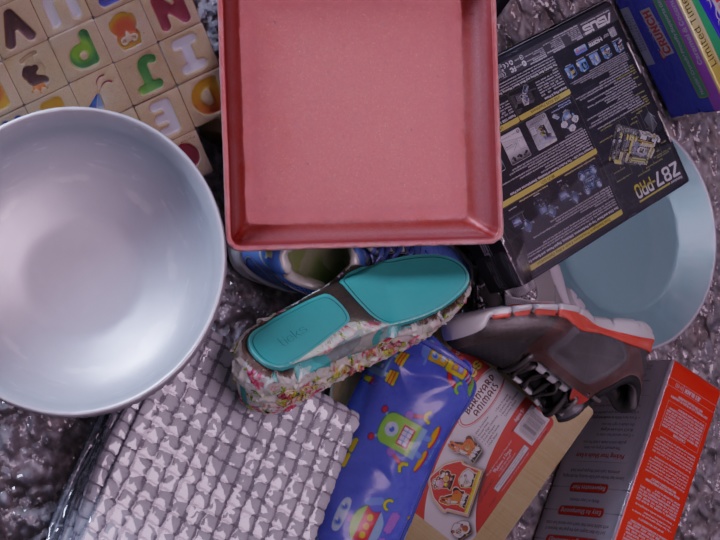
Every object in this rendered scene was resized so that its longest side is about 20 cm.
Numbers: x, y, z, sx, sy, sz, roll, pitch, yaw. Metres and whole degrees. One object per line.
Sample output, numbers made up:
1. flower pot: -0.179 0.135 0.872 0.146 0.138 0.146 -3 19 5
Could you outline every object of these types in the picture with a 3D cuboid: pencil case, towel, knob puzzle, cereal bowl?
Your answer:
1. pencil case: 0.017 0.141 1.201 0.086 0.078 0.201 24 86 2
2. towel: -0.114 0.151 1.138 0.165 0.085 0.201 29 66 -19
3. knob puzzle: 0.056 0.120 1.271 0.218 0.030 0.221 -2 95 -19
4. cereal bowl: -0.187 -0.001 1.086 0.199 0.083 0.201 1 81 -7

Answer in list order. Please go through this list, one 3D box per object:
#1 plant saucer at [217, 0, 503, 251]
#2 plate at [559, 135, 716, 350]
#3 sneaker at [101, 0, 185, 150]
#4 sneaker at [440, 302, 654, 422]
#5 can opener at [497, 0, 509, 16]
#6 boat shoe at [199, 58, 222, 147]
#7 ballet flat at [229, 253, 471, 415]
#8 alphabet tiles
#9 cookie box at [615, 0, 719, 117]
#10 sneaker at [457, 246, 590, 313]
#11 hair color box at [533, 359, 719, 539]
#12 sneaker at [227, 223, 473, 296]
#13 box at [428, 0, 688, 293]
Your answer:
1. plant saucer: -0.002 -0.116 1.154 0.199 0.037 0.201 -2 90 -13
2. plate: 0.223 -0.030 1.401 0.199 0.026 0.202 4 83 -33
3. sneaker: -0.163 -0.167 1.137 0.073 0.080 0.201 -24 101 -34
4. sneaker: 0.147 0.071 1.240 0.199 0.077 0.082 9 78 -33
5. can opener: 0.087 -0.205 1.284 0.201 0.063 0.079 -63 161 5
6. boat shoe: -0.021 -0.106 1.224 0.199 0.073 0.063 13 82 -30
7. ballet flat: -0.010 0.043 1.141 0.199 0.064 0.076 -21 56 -33
8. alphabet tiles: -0.181 -0.133 1.109 0.166 0.006 0.201 -26 115 -9
9. cookie box: 0.324 -0.257 1.454 0.200 0.075 0.172 -36 106 -29
10. sneaker: 0.117 0.017 1.299 0.082 0.075 0.200 -48 111 -27
11. hair color box: 0.209 0.175 1.330 0.061 0.101 0.201 31 71 -26
12. sneaker: 0.000 0.000 1.217 0.199 0.077 0.076 6 98 -27
13. box: 0.146 -0.098 1.261 0.199 0.049 0.162 -30 96 -32
